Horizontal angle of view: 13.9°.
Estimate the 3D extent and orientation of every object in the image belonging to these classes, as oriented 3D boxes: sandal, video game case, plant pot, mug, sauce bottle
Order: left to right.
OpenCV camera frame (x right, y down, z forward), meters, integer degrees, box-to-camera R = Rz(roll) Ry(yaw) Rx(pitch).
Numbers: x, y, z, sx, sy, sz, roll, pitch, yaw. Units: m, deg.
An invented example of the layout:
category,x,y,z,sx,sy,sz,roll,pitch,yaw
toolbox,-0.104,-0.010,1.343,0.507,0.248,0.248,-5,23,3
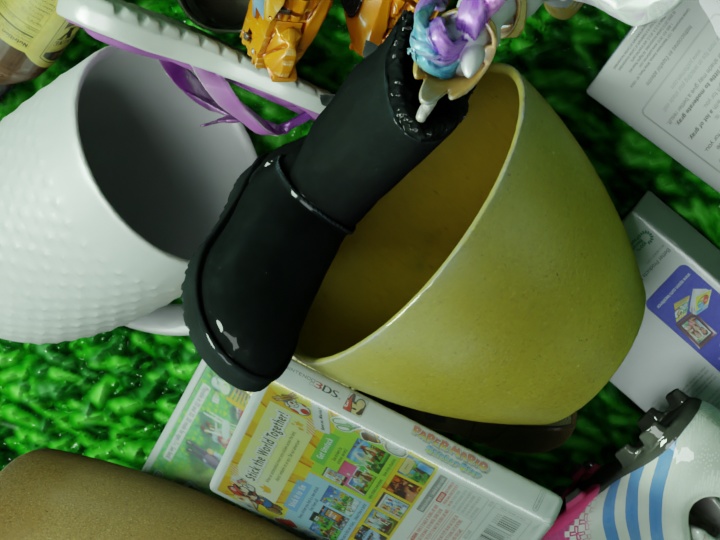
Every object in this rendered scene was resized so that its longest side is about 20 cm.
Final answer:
category,x,y,z,sx,sy,sz,roll,pitch,yaw
sauce bottle,-0.197,-0.159,1.776,0.065,0.065,0.200,42,130,-1
mug,-0.150,-0.021,1.788,0.200,0.148,0.175,33,135,-30
plant pot,-0.116,0.210,1.811,0.200,0.186,0.187,4,115,27
sandal,-0.088,-0.110,1.721,0.202,0.082,0.050,23,96,-17
video game case,-0.044,0.143,1.850,0.182,0.022,0.200,35,135,4
video game case,0.010,0.129,1.722,0.182,0.023,0.200,27,155,0
sandal,0.039,0.054,1.787,0.200,0.054,0.080,16,129,10
plant pot,0.075,0.005,1.652,0.142,0.200,0.200,36,124,-21

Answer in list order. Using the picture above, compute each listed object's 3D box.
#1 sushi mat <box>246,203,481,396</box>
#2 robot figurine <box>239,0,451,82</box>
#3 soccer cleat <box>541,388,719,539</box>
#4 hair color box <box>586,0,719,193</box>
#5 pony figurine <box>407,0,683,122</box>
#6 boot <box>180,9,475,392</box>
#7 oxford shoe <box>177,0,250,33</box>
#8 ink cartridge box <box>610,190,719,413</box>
category,x,y,z,sx,sy,sz,roll,pitch,yaw
sushi mat,0.000,0.000,1.745,0.096,0.012,0.200,43,94,6
robot figurine,0.011,-0.194,1.649,0.145,0.058,0.200,0,133,-27
soccer cleat,0.164,0.145,1.741,0.086,0.070,0.200,43,143,-2
hair color box,0.237,-0.084,1.639,0.200,0.061,0.099,37,122,3
pony figurine,0.102,-0.179,1.568,0.166,0.200,0.193,36,121,4
boot,-0.013,-0.043,1.616,0.073,0.198,0.162,38,126,-17
oxford shoe,-0.038,-0.204,1.697,0.075,0.058,0.200,44,120,0
ink cartridge box,0.209,0.054,1.727,0.200,0.039,0.099,42,121,1
